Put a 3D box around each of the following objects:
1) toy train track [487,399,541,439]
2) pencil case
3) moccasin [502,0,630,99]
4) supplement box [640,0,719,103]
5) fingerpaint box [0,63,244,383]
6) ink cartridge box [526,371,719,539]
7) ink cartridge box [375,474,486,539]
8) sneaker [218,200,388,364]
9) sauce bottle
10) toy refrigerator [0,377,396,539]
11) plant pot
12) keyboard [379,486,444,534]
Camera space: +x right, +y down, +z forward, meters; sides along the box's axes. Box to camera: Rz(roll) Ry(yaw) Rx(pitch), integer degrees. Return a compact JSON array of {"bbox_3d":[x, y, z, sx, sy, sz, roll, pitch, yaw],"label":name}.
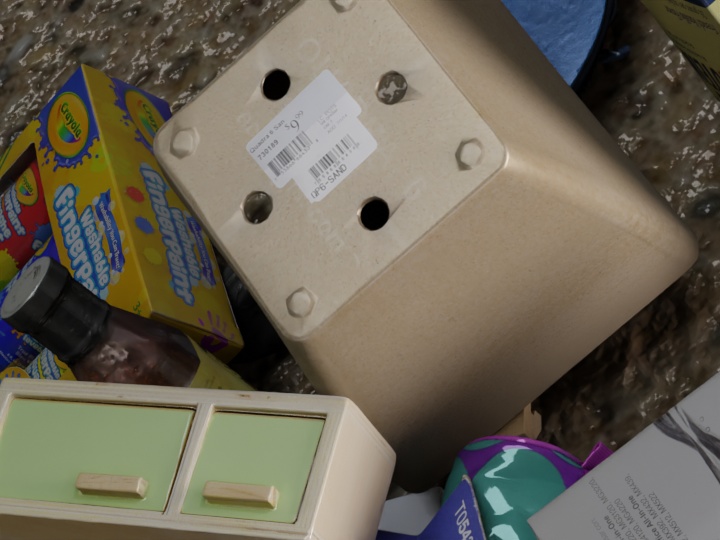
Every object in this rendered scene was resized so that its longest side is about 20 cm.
[{"bbox_3d":[0.088,0.017,1.236,0.114,0.033,0.201,-22,45,28],"label":"toy train track"},{"bbox_3d":[0.069,0.181,1.100,0.092,0.085,0.201,-15,53,42],"label":"pencil case"},{"bbox_3d":[0.125,-0.154,1.302,0.080,0.068,0.201,9,66,26],"label":"moccasin"},{"bbox_3d":[0.261,-0.141,1.098,0.200,0.200,0.134,-41,20,1],"label":"supplement box"},{"bbox_3d":[-0.166,0.011,1.324,0.167,0.073,0.201,-43,45,27],"label":"fingerpaint box"},{"bbox_3d":[0.193,0.110,1.033,0.200,0.145,0.083,-37,50,4],"label":"ink cartridge box"},{"bbox_3d":[-0.004,0.218,1.060,0.200,0.043,0.197,-56,24,25],"label":"ink cartridge box"},{"bbox_3d":[0.002,0.002,1.257,0.199,0.060,0.104,-36,31,5],"label":"sneaker"},{"bbox_3d":[-0.099,0.066,1.198,0.066,0.200,0.066,-39,24,22],"label":"sauce bottle"},{"bbox_3d":[-0.091,0.102,1.110,0.199,0.070,0.076,2,61,27],"label":"toy refrigerator"},{"bbox_3d":[0.015,-0.036,1.123,0.200,0.177,0.200,-41,67,9],"label":"plant pot"},{"bbox_3d":[-0.044,0.165,1.230,0.199,0.011,0.056,-17,48,20],"label":"keyboard"}]
